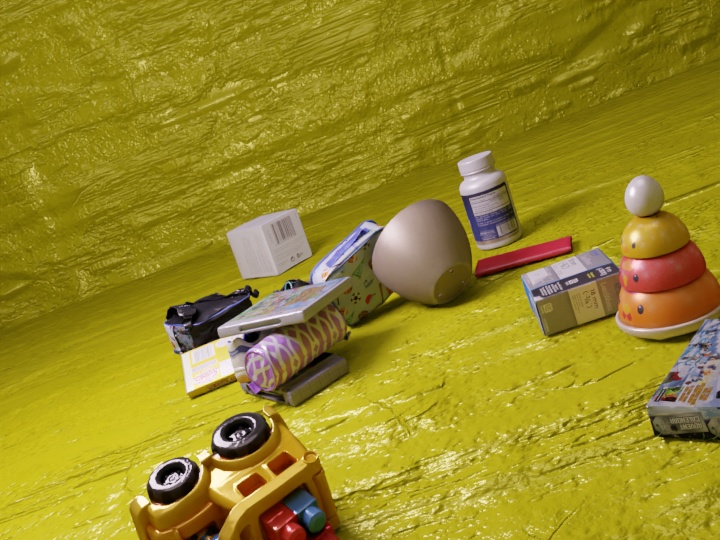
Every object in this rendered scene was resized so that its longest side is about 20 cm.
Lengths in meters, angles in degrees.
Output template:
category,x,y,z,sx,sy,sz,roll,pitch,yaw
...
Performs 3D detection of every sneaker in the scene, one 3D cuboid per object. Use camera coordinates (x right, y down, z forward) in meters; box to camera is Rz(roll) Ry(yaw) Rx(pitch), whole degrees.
category,x,y,z,sx,sy,sz,roll,pitch,yaw
sneaker,-0.167,0.126,1.379,0.074,0.090,0.200,-19,9,31
sneaker,-0.135,0.052,1.801,0.074,0.081,0.199,-10,15,41

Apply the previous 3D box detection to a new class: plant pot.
category,x,y,z,sx,sy,sz,roll,pitch,yaw
plant pot,0.138,-0.014,1.443,0.197,0.203,0.135,-25,47,-19

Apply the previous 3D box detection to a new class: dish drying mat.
category,x,y,z,sx,sy,sz,roll,pitch,yaw
dish drying mat,0.328,-0.027,1.510,0.196,0.019,0.077,-15,15,22

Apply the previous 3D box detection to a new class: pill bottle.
category,x,y,z,sx,sy,sz,roll,pitch,yaw
pill bottle,0.288,-0.160,1.701,0.109,0.204,0.111,-19,12,4

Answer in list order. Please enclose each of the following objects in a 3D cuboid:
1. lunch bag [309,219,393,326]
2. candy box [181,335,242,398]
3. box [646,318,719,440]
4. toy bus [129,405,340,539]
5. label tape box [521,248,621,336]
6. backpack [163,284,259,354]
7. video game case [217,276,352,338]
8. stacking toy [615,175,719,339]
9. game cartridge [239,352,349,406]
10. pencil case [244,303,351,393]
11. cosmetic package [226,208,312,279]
category,x,y,z,sx,sy,sz,roll,pitch,yaw
lunch bag,0.000,0.000,1.518,0.200,0.161,0.075,-44,37,-13
candy box,-0.259,0.175,1.501,0.196,0.027,0.103,-21,48,-2
box,0.399,0.107,0.778,0.135,0.041,0.199,-10,17,46
toy bus,-0.116,0.269,0.795,0.198,0.138,0.191,-30,31,-27
label tape box,0.358,0.020,1.154,0.196,0.064,0.144,-20,13,9
backpack,-0.332,0.125,1.650,0.198,0.158,0.188,-21,17,-39
video game case,-0.130,0.063,1.336,0.179,0.023,0.200,-13,11,26
stacking toy,0.386,-0.027,0.983,0.143,0.204,0.146,-19,12,4
game cartridge,-0.119,0.184,1.330,0.129,0.039,0.198,-34,17,-30
pencil case,-0.109,0.129,1.292,0.199,0.084,0.086,-30,-19,-42
cosmetic package,-0.295,-0.085,2.427,0.198,0.168,0.164,-6,18,47
